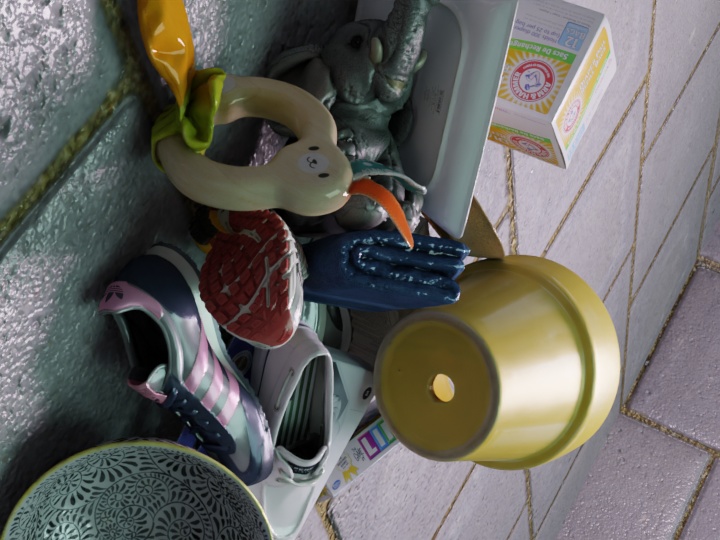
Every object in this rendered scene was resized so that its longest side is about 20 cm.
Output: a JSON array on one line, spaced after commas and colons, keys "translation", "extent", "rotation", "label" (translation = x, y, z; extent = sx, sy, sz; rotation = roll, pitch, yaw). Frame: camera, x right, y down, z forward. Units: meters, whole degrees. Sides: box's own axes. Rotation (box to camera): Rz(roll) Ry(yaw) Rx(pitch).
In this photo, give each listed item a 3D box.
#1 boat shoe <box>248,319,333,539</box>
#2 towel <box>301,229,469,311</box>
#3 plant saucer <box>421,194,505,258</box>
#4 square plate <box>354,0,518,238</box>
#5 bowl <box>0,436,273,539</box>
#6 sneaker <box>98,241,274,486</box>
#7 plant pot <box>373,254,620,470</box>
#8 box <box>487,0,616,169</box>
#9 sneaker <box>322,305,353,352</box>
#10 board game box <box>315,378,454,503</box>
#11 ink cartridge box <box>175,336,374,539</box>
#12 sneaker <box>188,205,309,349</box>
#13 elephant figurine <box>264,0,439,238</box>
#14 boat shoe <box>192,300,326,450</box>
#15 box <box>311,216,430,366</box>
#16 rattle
[{"translation": [-0.058, 0.139, 0.942], "extent": [0.073, 0.067, 0.203], "rotation": [-12, 117, -28], "label": "boat shoe"}, {"translation": [0.000, 0.000, 0.946], "extent": [0.200, 0.110, 0.049], "rotation": [170, -71, -70], "label": "towel"}, {"translation": [0.060, -0.083, 1.099], "extent": [0.035, 0.201, 0.200], "rotation": [-36, 154, -1], "label": "plant saucer"}, {"translation": [0.040, -0.157, 0.980], "extent": [0.028, 0.198, 0.203], "rotation": [-5, 120, -32], "label": "square plate"}, {"translation": [-0.166, 0.201, 0.896], "extent": [0.094, 0.198, 0.204], "rotation": [-119, -136, -70], "label": "bowl"}, {"translation": [-0.132, 0.086, 0.882], "extent": [0.082, 0.069, 0.202], "rotation": [-41, 113, -46], "label": "sneaker"}, {"translation": [0.112, 0.092, 1.092], "extent": [0.188, 0.199, 0.204], "rotation": [-9, 120, -57], "label": "plant pot"}, {"translation": [0.116, -0.189, 1.077], "extent": [0.114, 0.198, 0.101], "rotation": [-63, 157, -9], "label": "box"}, {"translation": [-0.062, 0.089, 1.107], "extent": [0.079, 0.073, 0.203], "rotation": [-24, 132, -52], "label": "sneaker"}, {"translation": [-0.003, 0.176, 1.223], "extent": [0.199, 0.034, 0.134], "rotation": [-33, 180, -39], "label": "board game box"}, {"translation": [-0.080, 0.152, 1.018], "extent": [0.201, 0.040, 0.199], "rotation": [-61, 149, 4], "label": "ink cartridge box"}, {"translation": [-0.066, -0.001, 0.859], "extent": [0.078, 0.201, 0.082], "rotation": [-40, 116, 9], "label": "sneaker"}, {"translation": [-0.005, -0.129, 0.938], "extent": [0.141, 0.153, 0.204], "rotation": [33, 59, -79], "label": "elephant figurine"}, {"translation": [-0.090, 0.089, 1.043], "extent": [0.203, 0.069, 0.071], "rotation": [-67, 160, 6], "label": "boat shoe"}, {"translation": [0.021, 0.020, 1.199], "extent": [0.078, 0.094, 0.201], "rotation": [-55, 156, -25], "label": "box"}, {"translation": [-0.045, -0.108, 0.794], "extent": [0.130, 0.198, 0.145], "rotation": [-33, 140, -51], "label": "rattle"}]
